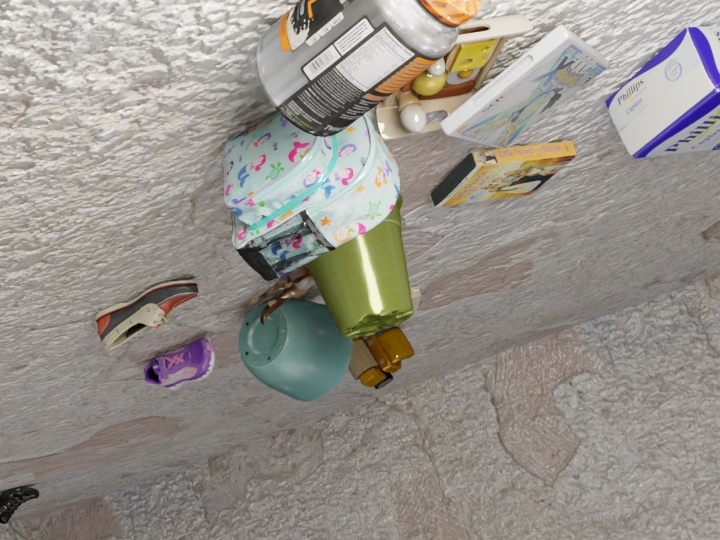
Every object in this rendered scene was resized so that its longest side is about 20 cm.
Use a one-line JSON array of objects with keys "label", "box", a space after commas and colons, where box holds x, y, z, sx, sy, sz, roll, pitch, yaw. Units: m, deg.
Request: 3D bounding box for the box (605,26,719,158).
[{"label": "box", "box": [0.492, -0.252, 1.259, 0.199, 0.105, 0.184, -9, 161, -26]}]

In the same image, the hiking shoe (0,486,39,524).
[{"label": "hiking shoe", "box": [-1.126, 0.757, 2.832, 0.199, 0.101, 0.076, -7, 161, -31]}]

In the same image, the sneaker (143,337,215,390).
[{"label": "sneaker", "box": [-0.385, 0.198, 1.858, 0.088, 0.081, 0.200, 12, 148, -45]}]

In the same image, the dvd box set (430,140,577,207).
[{"label": "dvd box set", "box": [0.230, -0.155, 1.429, 0.199, 0.030, 0.146, -9, 162, -28]}]

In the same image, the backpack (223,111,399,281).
[{"label": "backpack", "box": [-0.060, -0.105, 1.034, 0.199, 0.178, 0.151, -22, 133, 12]}]

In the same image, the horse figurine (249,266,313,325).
[{"label": "horse figurine", "box": [-0.114, 0.020, 1.583, 0.200, 0.050, 0.132, -42, 170, 36]}]

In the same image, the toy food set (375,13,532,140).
[{"label": "toy food set", "box": [0.105, -0.221, 1.039, 0.143, 0.061, 0.200, -13, 163, -15]}]

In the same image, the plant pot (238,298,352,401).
[{"label": "plant pot", "box": [-0.142, 0.143, 1.740, 0.200, 0.201, 0.161, -26, 150, 26]}]

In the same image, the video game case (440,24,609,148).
[{"label": "video game case", "box": [0.210, -0.222, 1.111, 0.182, 0.022, 0.200, -37, 165, 25]}]

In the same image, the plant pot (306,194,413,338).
[{"label": "plant pot", "box": [0.000, 0.000, 1.412, 0.199, 0.191, 0.200, -16, 164, -5]}]

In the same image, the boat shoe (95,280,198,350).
[{"label": "boat shoe", "box": [-0.358, 0.073, 1.500, 0.199, 0.063, 0.071, -23, 161, 12]}]

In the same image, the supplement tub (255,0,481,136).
[{"label": "supplement tub", "box": [0.006, -0.222, 0.824, 0.200, 0.123, 0.122, -30, 159, 35]}]

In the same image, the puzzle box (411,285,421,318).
[{"label": "puzzle box", "box": [0.070, 0.091, 2.061, 0.132, 0.026, 0.200, -15, 163, -7]}]

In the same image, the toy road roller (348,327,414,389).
[{"label": "toy road roller", "box": [0.049, 0.213, 2.284, 0.146, 0.123, 0.200, -37, 160, 11]}]
